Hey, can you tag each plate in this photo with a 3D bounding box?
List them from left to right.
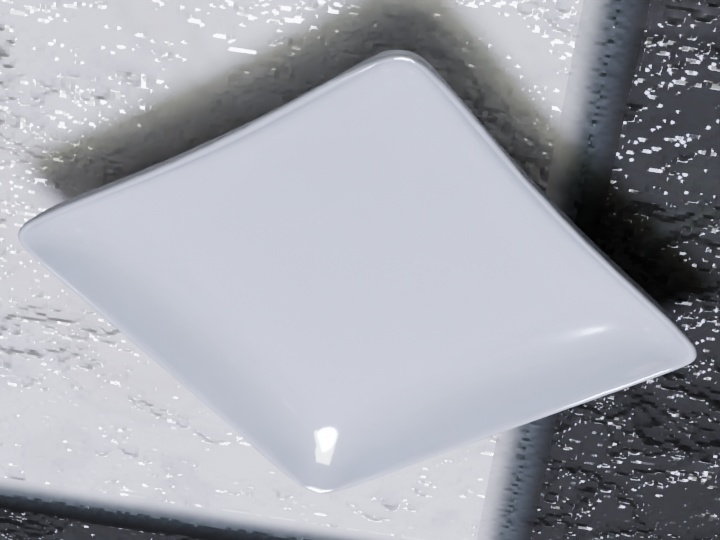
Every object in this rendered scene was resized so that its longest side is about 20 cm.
[{"bbox_3d":[0.000,0.000,1.186,0.200,0.032,0.200,-23,131,32],"label":"plate"}]
